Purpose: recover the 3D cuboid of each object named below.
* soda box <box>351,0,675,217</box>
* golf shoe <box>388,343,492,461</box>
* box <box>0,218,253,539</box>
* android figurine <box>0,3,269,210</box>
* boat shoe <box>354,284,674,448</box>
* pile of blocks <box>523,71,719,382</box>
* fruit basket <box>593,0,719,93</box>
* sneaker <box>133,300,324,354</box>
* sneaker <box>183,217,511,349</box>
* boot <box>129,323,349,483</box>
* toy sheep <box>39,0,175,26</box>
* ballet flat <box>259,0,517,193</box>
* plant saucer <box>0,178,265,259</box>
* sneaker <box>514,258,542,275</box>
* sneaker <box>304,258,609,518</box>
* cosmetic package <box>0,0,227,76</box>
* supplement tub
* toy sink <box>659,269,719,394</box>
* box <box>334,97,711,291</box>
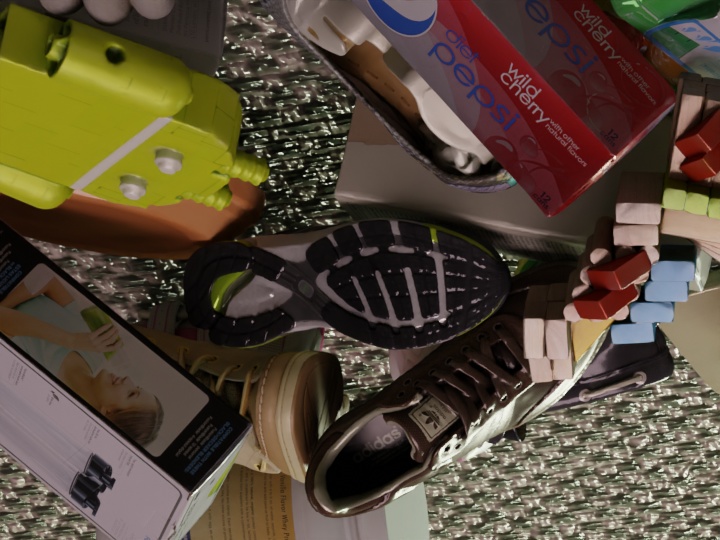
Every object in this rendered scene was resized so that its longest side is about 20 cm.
[{"bbox_3d":[0.059,-0.128,1.354,0.200,0.070,0.063,47,138,3],"label":"soda box"},{"bbox_3d":[0.048,0.072,1.685,0.075,0.092,0.200,47,165,-11],"label":"golf shoe"},{"bbox_3d":[-0.164,0.068,1.550,0.200,0.060,0.117,39,148,7],"label":"box"},{"bbox_3d":[-0.143,-0.077,1.379,0.199,0.041,0.182,22,155,-24],"label":"android figurine"},{"bbox_3d":[0.081,0.068,1.557,0.199,0.074,0.061,-24,97,17],"label":"boat shoe"},{"bbox_3d":[0.151,-0.008,1.396,0.082,0.062,0.200,32,114,-5],"label":"pile of blocks"},{"bbox_3d":[0.142,-0.127,1.429,0.199,0.094,0.185,-20,143,36],"label":"fruit basket"},{"bbox_3d":[-0.100,0.058,1.731,0.088,0.082,0.200,25,140,-34],"label":"sneaker"},{"bbox_3d":[0.000,0.000,1.514,0.199,0.074,0.081,1,-166,35],"label":"sneaker"},{"bbox_3d":[-0.089,0.070,1.599,0.155,0.073,0.200,16,173,6],"label":"boot"},{"bbox_3d":[-0.114,-0.180,1.316,0.199,0.138,0.138,-3,147,3],"label":"toy sheep"},{"bbox_3d":[0.015,-0.116,1.405,0.200,0.072,0.072,44,135,-8],"label":"ballet flat"},{"bbox_3d":[-0.154,-0.042,1.552,0.199,0.038,0.200,9,170,2],"label":"plant saucer"},{"bbox_3d":[0.149,-0.010,1.613,0.074,0.084,0.200,11,145,-13],"label":"sneaker"},{"bbox_3d":[0.054,0.073,1.486,0.200,0.076,0.071,-40,94,18],"label":"sneaker"},{"bbox_3d":[-0.178,-0.135,1.448,0.199,0.074,0.102,11,146,-16],"label":"cosmetic package"},{"bbox_3d":[-0.063,0.173,1.846,0.199,0.145,0.145,-8,146,14],"label":"supplement tub"},{"bbox_3d":[0.290,0.064,1.694,0.199,0.112,0.130,-15,143,24],"label":"toy sink"},{"bbox_3d":[0.095,-0.050,1.496,0.199,0.078,0.095,11,172,11],"label":"box"}]
